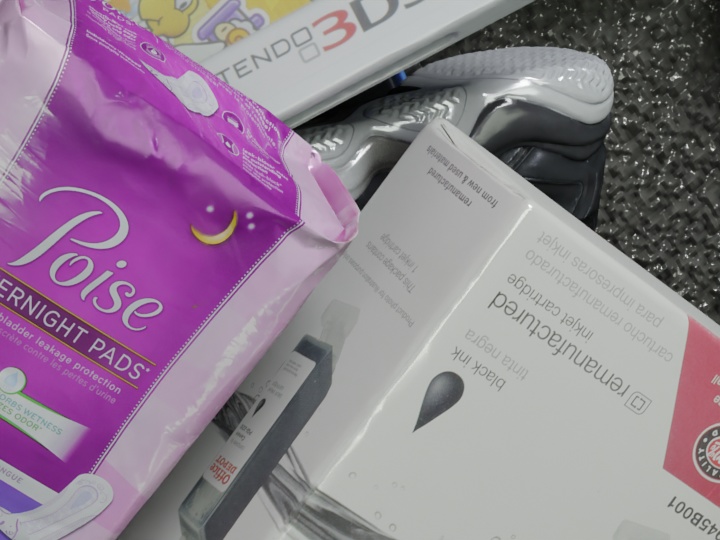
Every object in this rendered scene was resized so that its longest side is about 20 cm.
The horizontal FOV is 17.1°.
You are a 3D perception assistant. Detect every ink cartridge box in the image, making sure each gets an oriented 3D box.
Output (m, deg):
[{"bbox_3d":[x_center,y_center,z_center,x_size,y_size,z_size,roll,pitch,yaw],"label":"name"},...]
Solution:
[{"bbox_3d":[0.026,0.078,0.753,0.146,0.085,0.200,34,97,-28],"label":"ink cartridge box"}]

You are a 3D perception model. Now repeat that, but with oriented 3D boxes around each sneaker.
[{"bbox_3d":[0.000,0.000,0.797,0.200,0.075,0.114,-17,107,-17],"label":"sneaker"}]

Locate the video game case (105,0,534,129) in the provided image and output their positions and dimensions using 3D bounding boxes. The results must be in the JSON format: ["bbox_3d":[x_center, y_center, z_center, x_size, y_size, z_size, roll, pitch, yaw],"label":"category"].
[{"bbox_3d":[-0.053,-0.138,0.740,0.182,0.023,0.200,-28,78,5],"label":"video game case"}]

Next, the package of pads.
[{"bbox_3d":[-0.105,0.024,0.691,0.120,0.076,0.200,34,104,-20],"label":"package of pads"}]

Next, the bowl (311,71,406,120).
[{"bbox_3d":[-0.068,-0.028,0.826,0.200,0.039,0.201,-4,99,-22],"label":"bowl"}]
